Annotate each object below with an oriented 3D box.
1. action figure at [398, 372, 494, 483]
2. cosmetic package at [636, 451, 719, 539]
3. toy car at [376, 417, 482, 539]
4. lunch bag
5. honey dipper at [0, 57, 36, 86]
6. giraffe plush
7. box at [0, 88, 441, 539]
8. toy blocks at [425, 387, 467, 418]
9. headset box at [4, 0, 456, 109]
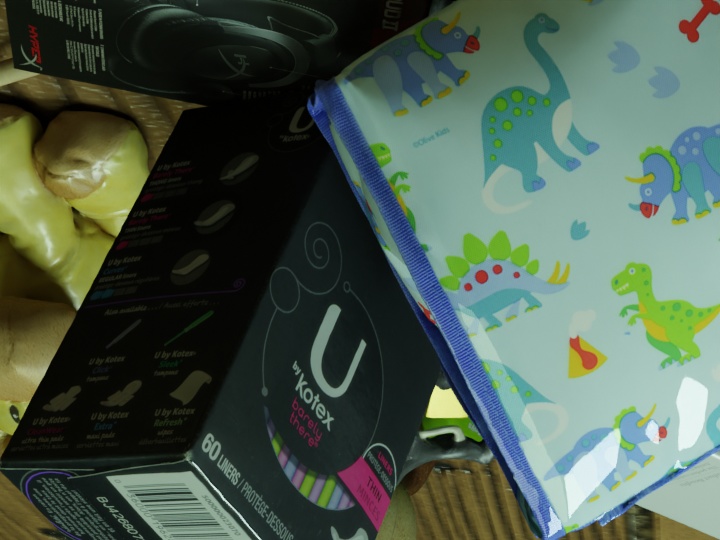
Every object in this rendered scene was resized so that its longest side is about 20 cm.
[{"bbox_3d":[0.086,0.053,0.962,0.198,0.120,0.102,-10,148,-18],"label":"action figure"},{"bbox_3d":[0.198,0.093,1.083,0.199,0.075,0.101,23,154,-27],"label":"cosmetic package"},{"bbox_3d":[-0.019,0.155,1.302,0.163,0.202,0.157,-15,146,43],"label":"toy car"},{"bbox_3d":[0.096,-0.020,0.766,0.169,0.201,0.127,-29,-179,-1],"label":"lunch bag"},{"bbox_3d":[-0.153,-0.107,0.986,0.199,0.038,0.038,-8,150,42],"label":"honey dipper"},{"bbox_3d":[-0.177,0.022,1.116,0.171,0.164,0.200,-8,150,35],"label":"giraffe plush"},{"bbox_3d":[-0.043,0.036,0.838,0.105,0.201,0.123,-6,136,35],"label":"box"},{"bbox_3d":[0.000,0.000,1.058,0.198,0.101,0.137,3,-156,-21],"label":"toy blocks"},{"bbox_3d":[-0.048,-0.132,0.835,0.198,0.078,0.149,9,156,-1],"label":"headset box"}]
